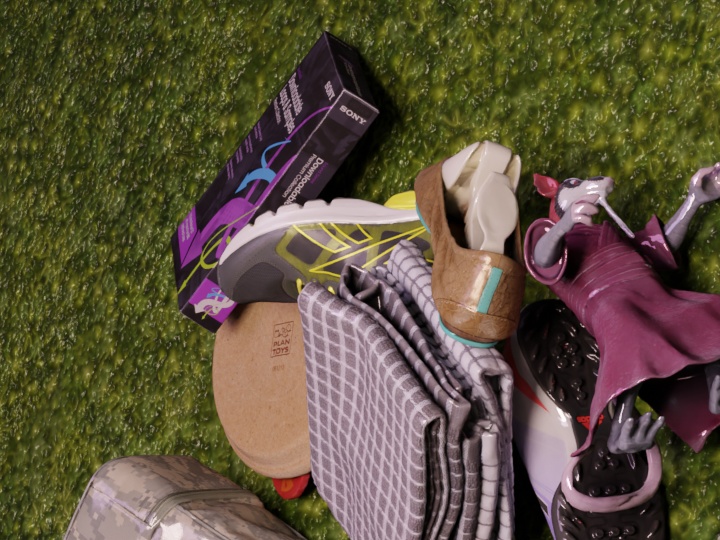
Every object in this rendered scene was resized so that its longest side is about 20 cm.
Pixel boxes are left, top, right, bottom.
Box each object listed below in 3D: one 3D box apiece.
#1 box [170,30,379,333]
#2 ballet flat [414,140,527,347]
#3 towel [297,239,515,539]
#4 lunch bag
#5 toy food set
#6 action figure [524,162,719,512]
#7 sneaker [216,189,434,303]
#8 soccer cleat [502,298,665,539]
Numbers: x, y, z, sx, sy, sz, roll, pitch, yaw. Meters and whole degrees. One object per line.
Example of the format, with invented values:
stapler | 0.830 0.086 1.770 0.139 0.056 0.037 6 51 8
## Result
box | -0.064 -0.066 1.663 0.200 0.036 0.143 -51 19 13
ballet flat | 0.071 -0.033 1.391 0.200 0.068 0.072 -88 16 -61
towel | 0.028 0.106 1.417 0.166 0.085 0.200 -125 27 -50
lunch bag | -0.116 0.245 1.574 0.168 0.139 0.200 29 99 30
toy food set | -0.038 0.055 1.624 0.200 0.049 0.198 -32 52 42
action figure | 0.154 0.019 1.345 0.200 0.134 0.149 57 137 42
sneaker | 0.000 0.000 1.515 0.200 0.074 0.085 -12 63 16
soccer cleat | 0.128 0.117 1.377 0.073 0.068 0.200 112 148 -57
